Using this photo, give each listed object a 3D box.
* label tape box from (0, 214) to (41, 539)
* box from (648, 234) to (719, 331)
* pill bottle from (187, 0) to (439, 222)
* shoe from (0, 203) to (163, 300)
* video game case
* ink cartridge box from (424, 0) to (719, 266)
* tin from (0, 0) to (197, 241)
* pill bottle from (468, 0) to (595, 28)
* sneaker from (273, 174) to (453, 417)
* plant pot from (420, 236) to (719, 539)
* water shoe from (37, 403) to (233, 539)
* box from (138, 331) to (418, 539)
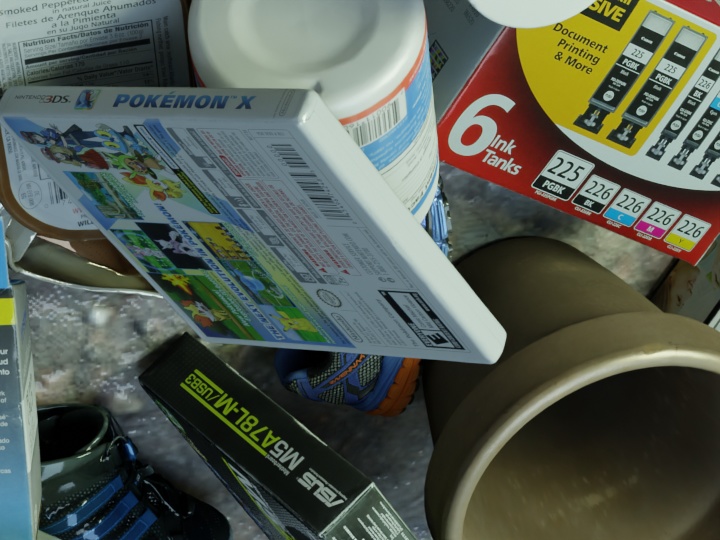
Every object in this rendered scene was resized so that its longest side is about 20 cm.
[{"bbox_3d":[-0.241,0.049,1.481,0.144,0.063,0.200,0,117,0],"label":"label tape box"},{"bbox_3d":[0.250,0.006,1.684,0.117,0.060,0.200,19,117,-33],"label":"box"},{"bbox_3d":[-0.019,-0.070,1.407,0.112,0.112,0.200,-20,152,-7],"label":"pill bottle"},{"bbox_3d":[-0.151,-0.029,1.496,0.200,0.053,0.070,20,116,-33],"label":"shoe"},{"bbox_3d":[-0.050,-0.021,1.373,0.200,0.182,0.022,50,54,-44],"label":"video game case"},{"bbox_3d":[0.139,-0.120,1.526,0.200,0.084,0.176,20,115,-33],"label":"ink cartridge box"},{"bbox_3d":[-0.129,-0.093,1.393,0.112,0.042,0.200,-13,137,-10],"label":"tin"},{"bbox_3d":[0.052,-0.198,1.352,0.111,0.200,0.111,-11,128,-14],"label":"pill bottle"},{"bbox_3d":[0.000,0.000,1.571,0.078,0.075,0.200,-2,125,-17],"label":"sneaker"},{"bbox_3d":[0.114,0.073,1.604,0.200,0.175,0.200,-11,129,-14],"label":"plant pot"},{"bbox_3d":[-0.145,0.119,1.599,0.200,0.072,0.079,17,120,-31],"label":"water shoe"},{"bbox_3d":[-0.016,0.142,1.592,0.048,0.193,0.200,-43,132,-8],"label":"box"}]
